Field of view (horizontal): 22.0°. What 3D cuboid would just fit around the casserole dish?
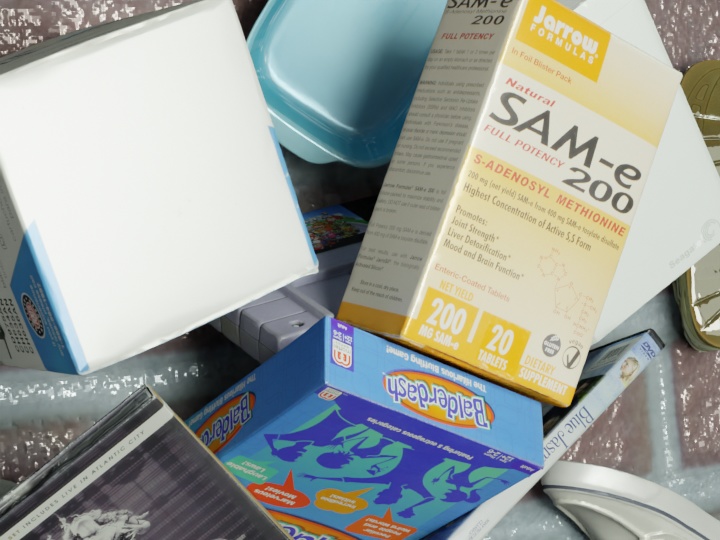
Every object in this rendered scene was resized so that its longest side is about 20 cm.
[{"bbox_3d":[0.012,-0.157,1.107,0.121,0.039,0.201,33,97,-12],"label":"casserole dish"}]

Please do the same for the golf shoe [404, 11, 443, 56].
[{"bbox_3d":[0.109,-0.146,1.198,0.199,0.078,0.095,-19,99,-30],"label":"golf shoe"}]

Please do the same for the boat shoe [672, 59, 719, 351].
[{"bbox_3d":[0.245,-0.045,1.300,0.072,0.063,0.203,-4,84,-8],"label":"boat shoe"}]

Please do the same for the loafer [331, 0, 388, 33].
[{"bbox_3d":[0.012,-0.240,1.140,0.075,0.068,0.202,6,87,-32],"label":"loafer"}]

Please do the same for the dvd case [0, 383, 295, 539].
[{"bbox_3d":[-0.125,0.158,0.994,0.148,0.016,0.200,-38,140,-2],"label":"dvd case"}]

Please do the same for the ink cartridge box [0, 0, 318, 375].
[{"bbox_3d":[-0.147,-0.042,0.958,0.144,0.199,0.148,-25,103,-28],"label":"ink cartridge box"}]

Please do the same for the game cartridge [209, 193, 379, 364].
[{"bbox_3d":[0.000,0.000,1.095,0.199,0.129,0.039,-16,125,-32],"label":"game cartridge"}]

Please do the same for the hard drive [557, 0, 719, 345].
[{"bbox_3d":[0.145,-0.068,1.128,0.132,0.026,0.201,-37,121,-11],"label":"hard drive"}]

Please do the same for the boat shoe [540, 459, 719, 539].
[{"bbox_3d":[0.193,0.187,1.252,0.199,0.072,0.066,32,68,-37],"label":"boat shoe"}]

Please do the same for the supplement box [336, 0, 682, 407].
[{"bbox_3d":[0.084,-0.041,1.022,0.125,0.073,0.202,22,84,-32],"label":"supplement box"}]

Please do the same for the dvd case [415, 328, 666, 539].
[{"bbox_3d":[0.089,0.115,1.141,0.200,0.143,0.018,-43,95,-26],"label":"dvd case"}]

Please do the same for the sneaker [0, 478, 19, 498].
[{"bbox_3d":[-0.232,0.169,0.986,0.199,0.073,0.117,14,96,-36],"label":"sneaker"}]

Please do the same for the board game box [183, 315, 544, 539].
[{"bbox_3d":[-0.018,0.109,1.040,0.151,0.200,0.045,22,51,-29],"label":"board game box"}]
